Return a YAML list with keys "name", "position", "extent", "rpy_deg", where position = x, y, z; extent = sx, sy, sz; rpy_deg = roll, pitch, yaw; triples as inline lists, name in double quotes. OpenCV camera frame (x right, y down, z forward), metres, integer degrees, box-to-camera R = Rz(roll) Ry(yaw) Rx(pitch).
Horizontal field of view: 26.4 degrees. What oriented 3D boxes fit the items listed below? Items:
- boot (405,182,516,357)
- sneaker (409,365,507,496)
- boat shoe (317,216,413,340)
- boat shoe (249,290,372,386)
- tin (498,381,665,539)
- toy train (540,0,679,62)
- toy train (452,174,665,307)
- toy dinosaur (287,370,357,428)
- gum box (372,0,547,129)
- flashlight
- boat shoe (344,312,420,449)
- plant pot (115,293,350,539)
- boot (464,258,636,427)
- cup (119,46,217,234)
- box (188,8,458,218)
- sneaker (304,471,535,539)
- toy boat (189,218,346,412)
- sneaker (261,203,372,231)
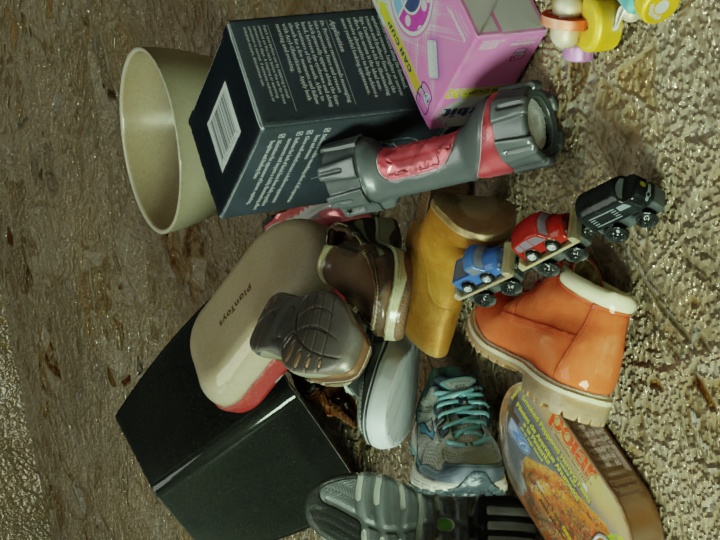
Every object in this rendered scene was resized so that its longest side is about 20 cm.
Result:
- name: "boot"
  position: [0.076, 0.005, 1.266]
  extent: [0.201, 0.070, 0.146]
  rpy_deg: [-118, 34, -72]
- name: "sneaker"
  position: [0.077, 0.132, 1.296]
  extent: [0.200, 0.077, 0.087]
  rpy_deg: [-126, 39, -77]
- name: "boat shoe"
  position: [-0.001, 0.006, 1.308]
  extent: [0.202, 0.074, 0.076]
  rpy_deg: [-104, 22, -73]
- name: "boat shoe"
  position: [-0.029, 0.062, 1.296]
  extent: [0.076, 0.071, 0.200]
  rpy_deg: [-60, 21, -4]
- name: "tin"
  position: [0.171, 0.170, 1.196]
  extent: [0.113, 0.041, 0.201]
  rpy_deg: [99, 150, -44]
- name: "toy train"
  position: [0.150, -0.226, 1.066]
  extent: [0.200, 0.055, 0.152]
  rpy_deg: [-12, 89, 66]
- name: "toy train"
  position: [0.134, -0.020, 1.114]
  extent: [0.199, 0.046, 0.034]
  rpy_deg: [-29, 39, 43]
- name: "toy dinosaur"
  position: [-0.039, 0.091, 1.595]
  extent: [0.199, 0.102, 0.137]
  rpy_deg: [28, 141, 39]
- name: "gum box"
  position: [0.064, -0.231, 1.237]
  extent: [0.201, 0.066, 0.114]
  rpy_deg: [68, 152, 25]
- name: "flashlight"
  position: [0.057, -0.096, 1.198]
  extent: [0.198, 0.068, 0.068]
  rpy_deg: [-9, 66, 33]
- name: "boat shoe"
  position: [0.013, 0.087, 1.361]
  extent: [0.201, 0.070, 0.073]
  rpy_deg: [-75, -21, -57]
- name: "plant pot"
  position: [-0.138, 0.177, 1.613]
  extent: [0.200, 0.177, 0.201]
  rpy_deg: [50, 172, 47]
- name: "boot"
  position: [0.148, 0.036, 1.175]
  extent: [0.200, 0.074, 0.108]
  rpy_deg: [37, 112, 65]
- name: "cup"
  position: [-0.166, -0.150, 1.682]
  extent: [0.200, 0.142, 0.203]
  rpy_deg: [170, 90, -66]
- name: "box"
  position: [-0.027, -0.137, 1.314]
  extent: [0.149, 0.198, 0.108]
  rpy_deg: [-55, 49, 56]
- name: "sneaker"
  position: [0.042, 0.230, 1.324]
  extent: [0.116, 0.198, 0.076]
  rpy_deg: [119, 159, -66]
- name: "toy boat"
  position: [-0.063, 0.052, 1.467]
  extent: [0.200, 0.130, 0.131]
  rpy_deg: [-50, 35, 20]
- name: "sneaker"
  position: [-0.043, -0.027, 1.544]
  extent: [0.200, 0.073, 0.088]
  rpy_deg: [-31, 72, 64]
